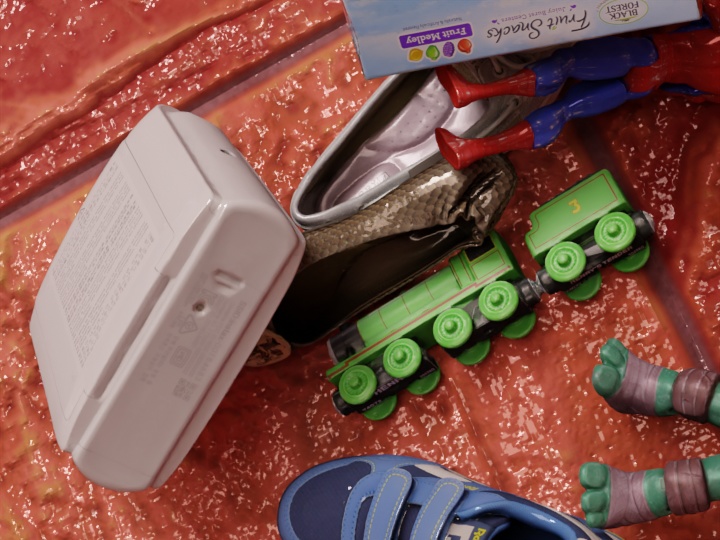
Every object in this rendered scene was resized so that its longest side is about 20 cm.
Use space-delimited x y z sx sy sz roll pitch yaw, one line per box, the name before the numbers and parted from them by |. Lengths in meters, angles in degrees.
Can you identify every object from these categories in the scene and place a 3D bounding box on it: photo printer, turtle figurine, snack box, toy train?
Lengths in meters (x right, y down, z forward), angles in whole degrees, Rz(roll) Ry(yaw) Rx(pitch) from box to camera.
photo printer | -0.113 0.004 0.827 0.167 0.069 0.200 -59 26 9
turtle figurine | 0.207 0.076 0.721 0.199 0.101 0.150 -7 39 32
snack box | 0.091 -0.180 0.787 0.168 0.068 0.200 -7 31 19
toy train | 0.065 0.013 0.825 0.199 0.042 0.057 -31 58 11

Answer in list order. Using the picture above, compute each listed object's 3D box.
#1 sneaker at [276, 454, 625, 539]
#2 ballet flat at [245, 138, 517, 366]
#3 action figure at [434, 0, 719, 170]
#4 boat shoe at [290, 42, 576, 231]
sneaker | 0.043 0.136 0.779 0.199 0.082 0.074 9 82 23
ballet flat | 0.000 0.000 0.823 0.199 0.067 0.047 -32 52 15
action figure | 0.127 -0.120 0.807 0.199 0.065 0.099 -13 43 -13
boat shoe | 0.043 -0.090 0.844 0.202 0.065 0.074 -44 66 6
